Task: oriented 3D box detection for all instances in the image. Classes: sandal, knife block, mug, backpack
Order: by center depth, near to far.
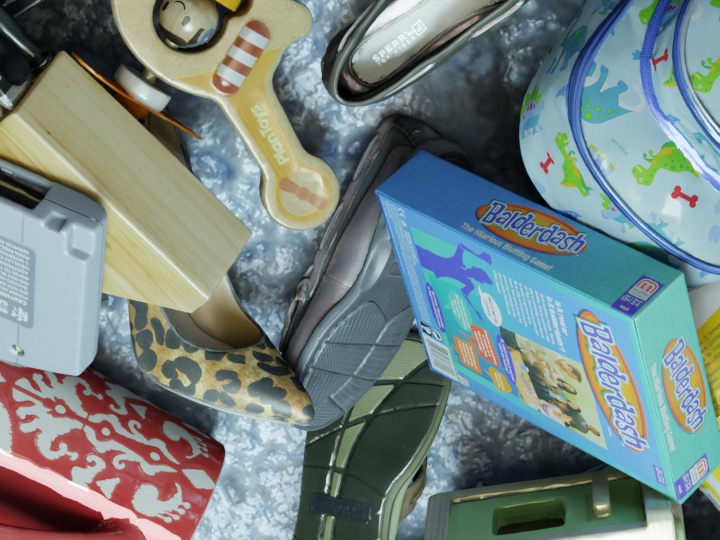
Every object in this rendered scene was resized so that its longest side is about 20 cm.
[{"bbox_3d":[0.197,-0.096,1.577,0.183,0.147,0.200,45,71,-12],"label":"backpack"},{"bbox_3d":[-0.170,-0.076,1.605,0.200,0.064,0.176,13,135,19],"label":"knife block"},{"bbox_3d":[-0.200,0.126,1.726,0.200,0.178,0.133,27,144,-11],"label":"mug"},{"bbox_3d":[0.003,0.132,1.762,0.080,0.057,0.201,20,96,23],"label":"sandal"}]

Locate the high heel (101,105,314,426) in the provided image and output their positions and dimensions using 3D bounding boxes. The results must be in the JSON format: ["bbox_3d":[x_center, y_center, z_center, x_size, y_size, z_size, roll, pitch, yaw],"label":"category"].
[{"bbox_3d":[-0.090,-0.005,1.681,0.200,0.071,0.143,33,118,26],"label":"high heel"}]

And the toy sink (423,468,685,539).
[{"bbox_3d":[0.142,0.179,1.668,0.200,0.130,0.112,-7,102,6],"label":"toy sink"}]

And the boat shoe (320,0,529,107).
[{"bbox_3d":[0.058,-0.161,1.653,0.200,0.057,0.067,-40,103,16],"label":"boat shoe"}]

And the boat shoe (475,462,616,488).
[{"bbox_3d":[0.086,0.163,1.772,0.201,0.070,0.072,-19,91,10],"label":"boat shoe"}]

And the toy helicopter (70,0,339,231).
[{"bbox_3d":[-0.080,-0.106,1.654,0.132,0.079,0.200,-31,108,-6],"label":"toy helicopter"}]

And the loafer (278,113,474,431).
[{"bbox_3d":[0.000,0.000,1.715,0.072,0.063,0.200,12,113,-45],"label":"loafer"}]

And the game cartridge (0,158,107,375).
[{"bbox_3d":[-0.236,-0.018,1.626,0.200,0.040,0.133,23,134,12],"label":"game cartridge"}]

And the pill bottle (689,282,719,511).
[{"bbox_3d":[0.208,0.053,1.691,0.112,0.112,0.200,-38,103,16],"label":"pill bottle"}]

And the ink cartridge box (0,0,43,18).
[{"bbox_3d":[-0.267,-0.158,1.669,0.200,0.044,0.094,-31,96,20],"label":"ink cartridge box"}]

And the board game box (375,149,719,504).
[{"bbox_3d":[0.107,0.031,1.625,0.045,0.200,0.152,-41,137,-24],"label":"board game box"}]
